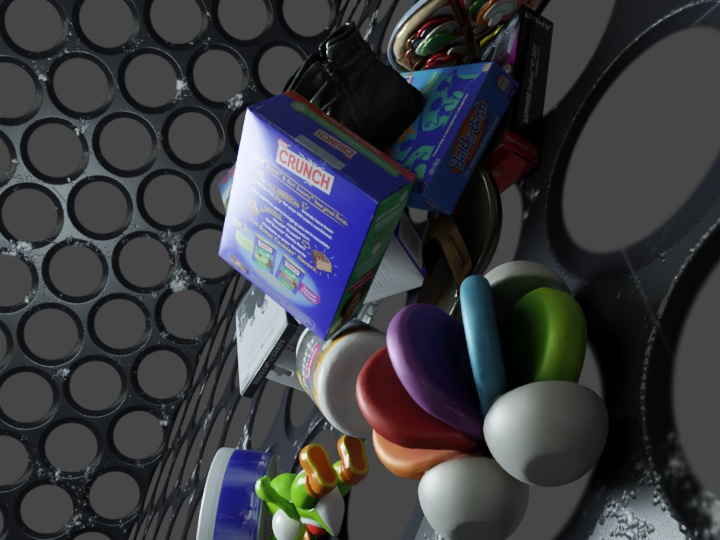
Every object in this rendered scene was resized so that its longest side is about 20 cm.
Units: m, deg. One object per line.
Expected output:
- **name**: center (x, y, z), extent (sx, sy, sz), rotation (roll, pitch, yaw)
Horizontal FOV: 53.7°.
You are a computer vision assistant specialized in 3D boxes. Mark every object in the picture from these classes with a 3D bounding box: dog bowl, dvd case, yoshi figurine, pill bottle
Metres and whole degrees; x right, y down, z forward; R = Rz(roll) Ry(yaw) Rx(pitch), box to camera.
- **dog bowl**: center (-0.166, 0.352, 0.979), extent (0.200, 0.077, 0.206), rotation (4, -90, -89)
- **dvd case**: center (-0.152, 0.076, 1.118), extent (0.152, 0.024, 0.202), rotation (-55, 29, 25)
- **yoshi figurine**: center (-0.071, 0.269, 0.878), extent (0.202, 0.111, 0.113), rotation (-59, 2, 36)
- **pill bottle**: center (-0.015, 0.116, 0.849), extent (0.119, 0.114, 0.200), rotation (-68, 16, -2)

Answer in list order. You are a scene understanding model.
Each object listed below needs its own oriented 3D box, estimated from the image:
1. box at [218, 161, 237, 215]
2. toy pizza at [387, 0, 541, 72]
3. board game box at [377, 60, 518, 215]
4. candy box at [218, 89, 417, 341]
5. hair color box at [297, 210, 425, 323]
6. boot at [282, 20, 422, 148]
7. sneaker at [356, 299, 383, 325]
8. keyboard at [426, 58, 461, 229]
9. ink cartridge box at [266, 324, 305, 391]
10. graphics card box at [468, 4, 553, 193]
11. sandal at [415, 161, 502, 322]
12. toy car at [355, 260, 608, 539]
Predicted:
- **box**: center (-0.098, -0.135, 0.909), extent (0.200, 0.037, 0.138), rotation (-45, 42, 18)
- **toy pizza**: center (0.126, -0.281, 0.833), extent (0.200, 0.196, 0.032), rotation (-39, 68, 59)
- **board game box**: center (0.065, -0.147, 0.785), extent (0.154, 0.045, 0.199), rotation (-61, 29, -6)
- **candy box**: center (-0.054, -0.055, 0.747), extent (0.077, 0.168, 0.202), rotation (-38, -21, -44)
- **hair color box**: center (-0.022, -0.011, 0.894), extent (0.196, 0.110, 0.066), rotation (-19, 41, 25)
- **boot**: center (-0.038, -0.161, 0.776), extent (0.200, 0.129, 0.068), rotation (-47, 30, 18)
- **sneaker**: center (0.000, 0.000, 0.996), extent (0.203, 0.090, 0.078), rotation (-63, 17, 17)
- **keyboard**: center (0.104, -0.143, 0.868), extent (0.128, 0.020, 0.204), rotation (67, -147, -63)
- **ink cartridge box**: center (-0.107, 0.084, 1.192), extent (0.204, 0.114, 0.068), rotation (-67, 19, 0)
- **graphics card box**: center (0.154, -0.179, 0.798), extent (0.125, 0.050, 0.204), rotation (-40, 31, 59)
- **sandal**: center (0.087, -0.013, 0.735), extent (0.082, 0.054, 0.204), rotation (40, 114, 50)
- **toy car**: center (0.076, 0.084, 0.529), extent (0.201, 0.147, 0.177), rotation (-55, 20, 36)
